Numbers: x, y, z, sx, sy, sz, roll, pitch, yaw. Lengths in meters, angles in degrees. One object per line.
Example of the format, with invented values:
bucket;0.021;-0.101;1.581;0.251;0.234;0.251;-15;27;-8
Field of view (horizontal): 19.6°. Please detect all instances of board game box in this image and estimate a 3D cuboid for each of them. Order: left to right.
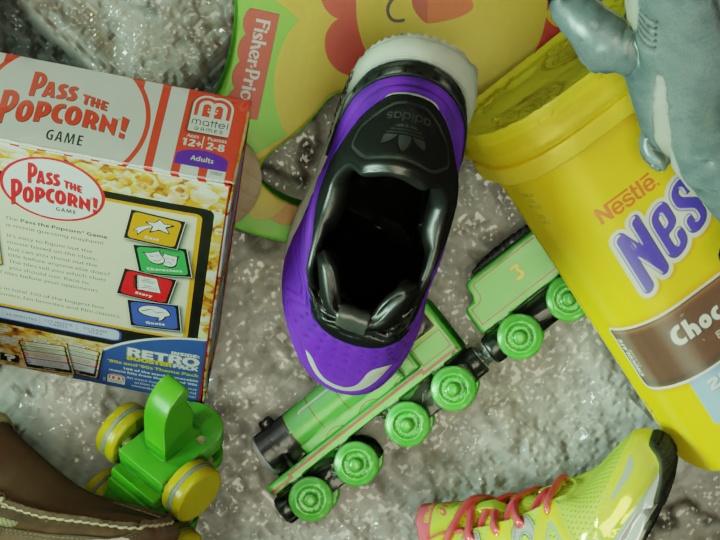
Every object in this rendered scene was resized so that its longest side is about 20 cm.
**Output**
board game box;-0.133;-0.016;0.940;0.151;0.200;0.046;11;59;-3

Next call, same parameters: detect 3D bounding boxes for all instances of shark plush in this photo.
shark plush;0.144;-0.061;0.866;0.091;0.083;0.200;-13;99;-15

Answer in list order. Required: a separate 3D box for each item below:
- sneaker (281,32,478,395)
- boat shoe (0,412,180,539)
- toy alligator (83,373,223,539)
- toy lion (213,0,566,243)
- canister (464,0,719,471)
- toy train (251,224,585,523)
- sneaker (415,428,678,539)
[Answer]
sneaker;-0.001;0.000;0.919;0.069;0.100;0.200;11;133;-1
boat shoe;-0.177;0.105;0.988;0.202;0.075;0.075;3;90;23
toy alligator;-0.102;0.127;1.028;0.059;0.054;0.200;36;125;26
toy lion;0.013;-0.105;0.989;0.191;0.069;0.200;12;100;-10
canister;0.158;-0.026;0.967;0.148;0.087;0.200;-38;107;-9
toy train;0.029;0.049;1.023;0.200;0.042;0.056;-38;88;6
sneaker;0.070;0.136;1.004;0.090;0.078;0.200;44;115;4
